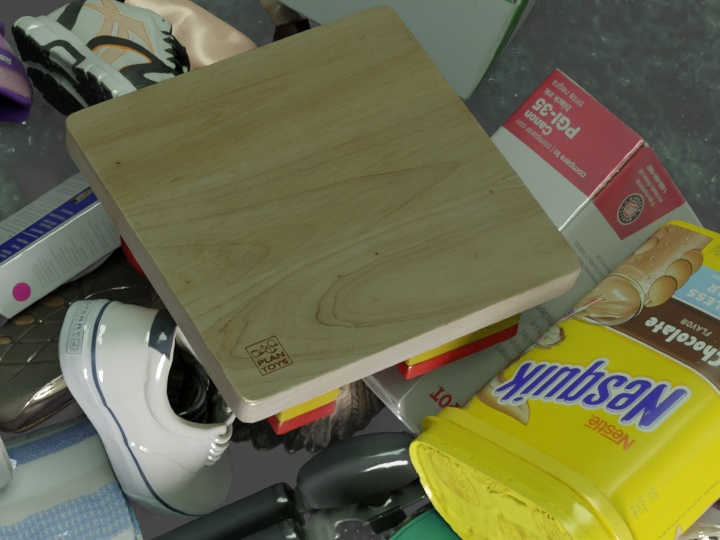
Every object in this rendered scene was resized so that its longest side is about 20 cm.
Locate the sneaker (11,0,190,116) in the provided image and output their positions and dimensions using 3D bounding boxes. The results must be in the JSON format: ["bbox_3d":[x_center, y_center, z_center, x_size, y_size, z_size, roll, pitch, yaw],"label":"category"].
[{"bbox_3d":[-0.125,-0.111,1.451,0.080,0.074,0.200,-30,42,-17],"label":"sneaker"}]

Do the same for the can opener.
[{"bbox_3d":[-0.052,0.138,1.415,0.199,0.067,0.053,-27,42,11],"label":"can opener"}]

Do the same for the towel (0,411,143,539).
[{"bbox_3d":[-0.186,0.169,1.392,0.146,0.024,0.200,-18,46,-8],"label":"towel"}]

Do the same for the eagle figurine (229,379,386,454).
[{"bbox_3d":[-0.006,0.001,1.479,0.152,0.151,0.200,44,53,-18],"label":"eagle figurine"}]

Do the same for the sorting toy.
[{"bbox_3d":[-0.024,-0.020,1.323,0.199,0.070,0.199,-21,59,-23],"label":"sorting toy"}]

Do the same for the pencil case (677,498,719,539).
[{"bbox_3d":[0.204,0.100,1.418,0.077,0.090,0.201,-11,41,20],"label":"pencil case"}]

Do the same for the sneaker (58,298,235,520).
[{"bbox_3d":[-0.099,0.083,1.390,0.070,0.200,0.073,5,63,21],"label":"sneaker"}]

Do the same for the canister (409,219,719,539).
[{"bbox_3d":[0.145,0.072,1.342,0.200,0.087,0.148,-41,38,-20],"label":"canister"}]

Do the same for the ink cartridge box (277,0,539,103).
[{"bbox_3d":[0.048,-0.205,1.550,0.146,0.085,0.200,30,34,5],"label":"ink cartridge box"}]

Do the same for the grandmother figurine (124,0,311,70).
[{"bbox_3d":[-0.072,-0.116,1.556,0.199,0.061,0.122,31,105,1],"label":"grandmother figurine"}]

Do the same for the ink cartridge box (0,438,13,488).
[{"bbox_3d":[-0.314,0.108,1.393,0.200,0.084,0.146,-38,59,-20],"label":"ink cartridge box"}]

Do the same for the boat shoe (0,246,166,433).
[{"bbox_3d":[-0.136,0.038,1.462,0.074,0.074,0.200,22,49,40],"label":"boat shoe"}]

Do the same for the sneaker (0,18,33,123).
[{"bbox_3d":[-0.273,-0.080,1.504,0.200,0.081,0.089,-38,85,-21],"label":"sneaker"}]

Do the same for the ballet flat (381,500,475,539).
[{"bbox_3d":[0.071,0.150,1.411,0.200,0.074,0.074,-34,76,-29],"label":"ballet flat"}]

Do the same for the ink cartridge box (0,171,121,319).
[{"bbox_3d":[-0.178,-0.020,1.475,0.199,0.095,0.037,-32,107,-16],"label":"ink cartridge box"}]

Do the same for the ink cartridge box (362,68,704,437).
[{"bbox_3d":[0.089,0.009,1.431,0.200,0.147,0.083,-46,57,-1],"label":"ink cartridge box"}]
